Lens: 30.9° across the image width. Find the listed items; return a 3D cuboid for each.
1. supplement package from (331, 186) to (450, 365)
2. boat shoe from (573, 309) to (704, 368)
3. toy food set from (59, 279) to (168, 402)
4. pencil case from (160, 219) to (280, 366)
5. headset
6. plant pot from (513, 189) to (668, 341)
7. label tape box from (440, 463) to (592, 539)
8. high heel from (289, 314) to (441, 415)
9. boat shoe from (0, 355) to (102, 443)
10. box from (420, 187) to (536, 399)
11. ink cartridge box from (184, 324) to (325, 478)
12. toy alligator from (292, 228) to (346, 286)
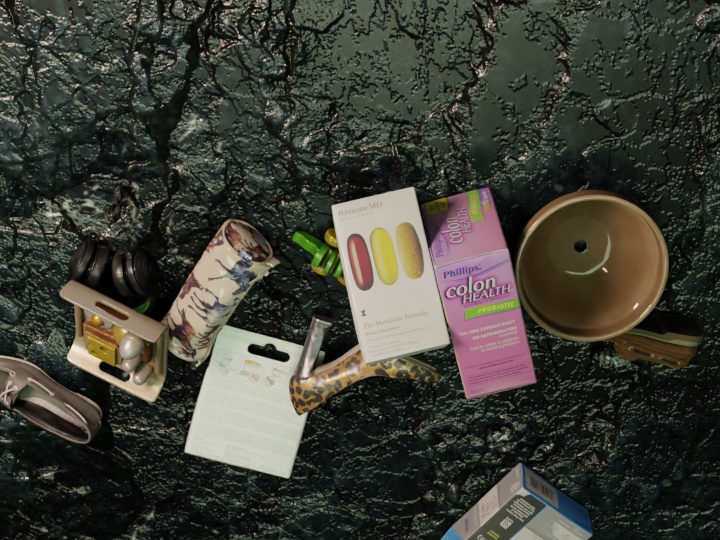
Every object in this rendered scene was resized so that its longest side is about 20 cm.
[{"bbox_3d":[0.036,0.010,1.656,0.112,0.110,0.202,-13,84,-2],"label":"supplement package"},{"bbox_3d":[0.367,0.091,1.776,0.198,0.072,0.069,14,120,-6],"label":"boat shoe"},{"bbox_3d":[-0.335,0.102,1.753,0.142,0.061,0.201,25,149,4],"label":"toy food set"},{"bbox_3d":[-0.194,0.033,1.751,0.089,0.078,0.201,44,116,17],"label":"pencil case"},{"bbox_3d":[-0.331,-0.013,1.750,0.122,0.095,0.201,8,135,-2],"label":"headset"},{"bbox_3d":[0.294,-0.018,1.697,0.198,0.093,0.203,0,113,0],"label":"plant pot"},{"bbox_3d":[0.230,0.404,1.964,0.143,0.066,0.200,35,113,-17],"label":"label tape box"},{"bbox_3d":[0.003,0.160,1.809,0.198,0.071,0.144,20,102,7],"label":"high heel"},{"bbox_3d":[-0.462,0.184,1.861,0.199,0.057,0.067,28,117,-14],"label":"boat shoe"},{"bbox_3d":[0.152,0.027,1.682,0.096,0.176,0.202,-14,118,5],"label":"box"},{"bbox_3d":[-0.151,0.185,1.872,0.161,0.057,0.202,15,99,-7],"label":"ink cartridge box"},{"bbox_3d":[0.000,0.000,1.744,0.198,0.054,0.060,24,118,-12],"label":"toy alligator"}]
